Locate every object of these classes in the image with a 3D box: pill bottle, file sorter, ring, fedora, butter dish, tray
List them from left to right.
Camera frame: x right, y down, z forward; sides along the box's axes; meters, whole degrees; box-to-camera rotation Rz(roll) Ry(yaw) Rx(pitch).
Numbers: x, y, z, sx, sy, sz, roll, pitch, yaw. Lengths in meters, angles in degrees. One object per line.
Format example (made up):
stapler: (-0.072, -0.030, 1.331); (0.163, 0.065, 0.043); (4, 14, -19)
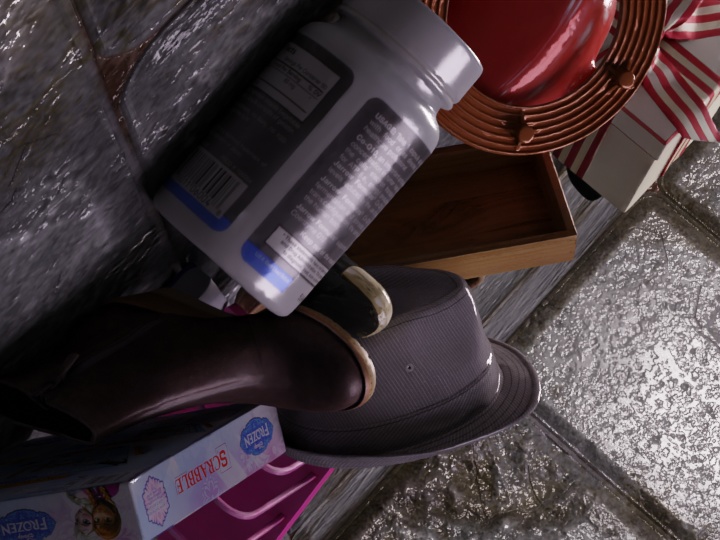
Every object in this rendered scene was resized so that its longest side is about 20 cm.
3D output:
file sorter: (-0.125, 0.154, 1.345); (0.200, 0.139, 0.125); (-54, 165, 27)
pill bottle: (-0.024, -0.080, 1.129); (0.200, 0.114, 0.114); (-48, 170, -2)
fedora: (0.018, 0.054, 1.249); (0.199, 0.091, 0.177); (-11, -153, 1)
tray: (0.048, -0.038, 1.327); (0.199, 0.099, 0.037); (-9, 146, -7)
butter dish: (0.123, -0.167, 1.333); (0.200, 0.148, 0.199); (-50, 169, 5)
ring: (0.121, -0.174, 1.242); (0.201, 0.200, 0.019); (-49, -154, 2)

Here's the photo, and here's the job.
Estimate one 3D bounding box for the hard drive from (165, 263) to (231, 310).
hard drive: (-0.149, 0.068, 1.382); (0.132, 0.025, 0.200); (-48, 169, -6)

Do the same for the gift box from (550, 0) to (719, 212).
gift box: (0.287, -0.190, 1.814); (0.185, 0.200, 0.187); (-50, 169, -22)

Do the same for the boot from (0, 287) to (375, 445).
boot: (-0.110, 0.075, 1.137); (0.166, 0.199, 0.073); (-34, 130, -48)

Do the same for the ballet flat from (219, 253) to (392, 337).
ballet flat: (-0.036, -0.006, 1.227); (0.057, 0.200, 0.067); (-23, 118, -26)

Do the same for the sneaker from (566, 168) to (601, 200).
sneaker: (0.343, -0.177, 2.408); (0.121, 0.084, 0.200); (-35, 164, -20)

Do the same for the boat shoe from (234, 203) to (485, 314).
boat shoe: (-0.003, 0.012, 1.371); (0.199, 0.065, 0.071); (-22, 140, 14)

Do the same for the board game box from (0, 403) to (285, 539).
board game box: (-0.177, 0.137, 1.160); (0.199, 0.041, 0.199); (-11, -174, 25)
